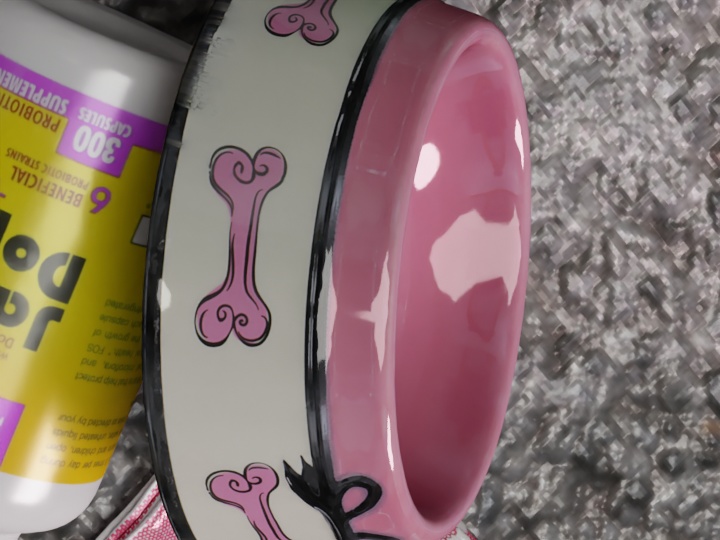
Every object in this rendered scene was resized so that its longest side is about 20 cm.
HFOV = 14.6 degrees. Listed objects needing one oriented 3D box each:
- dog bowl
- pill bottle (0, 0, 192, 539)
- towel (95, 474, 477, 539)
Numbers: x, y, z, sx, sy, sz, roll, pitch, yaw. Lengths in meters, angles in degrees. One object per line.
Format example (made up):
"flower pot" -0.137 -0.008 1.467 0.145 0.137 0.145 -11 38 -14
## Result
"dog bowl" 0.000 0.000 0.891 0.073 0.200 0.201 6 108 16
"pill bottle" -0.116 0.013 0.906 0.104 0.104 0.201 19 100 -24
"towel" -0.014 0.144 1.028 0.200 0.030 0.146 41 91 -26
